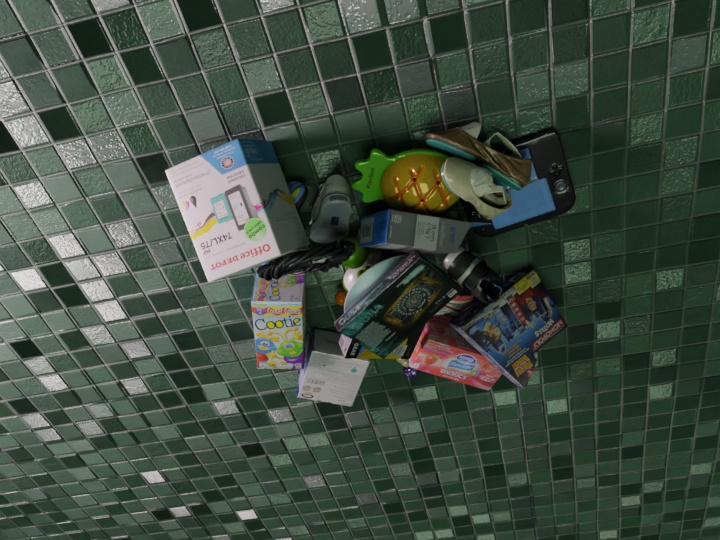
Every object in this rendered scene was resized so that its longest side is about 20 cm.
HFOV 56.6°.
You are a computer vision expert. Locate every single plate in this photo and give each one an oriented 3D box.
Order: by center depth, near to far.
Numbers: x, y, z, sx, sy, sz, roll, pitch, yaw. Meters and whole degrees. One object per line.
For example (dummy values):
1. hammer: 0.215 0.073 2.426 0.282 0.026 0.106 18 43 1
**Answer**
1. plate: 0.068 0.059 1.230 0.200 0.026 0.200 -12 131 -14

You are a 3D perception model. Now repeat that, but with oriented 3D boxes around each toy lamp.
1. toy lamp: 0.060 0.169 1.495 0.058 0.058 0.200 -34 125 26

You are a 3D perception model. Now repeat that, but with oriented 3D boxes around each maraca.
1. maraca: 0.085 -0.157 1.181 0.200 0.107 0.137 6 131 -5

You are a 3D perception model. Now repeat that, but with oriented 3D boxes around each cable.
1. cable: -0.108 -0.008 1.222 0.163 0.051 0.200 -18 -179 -33

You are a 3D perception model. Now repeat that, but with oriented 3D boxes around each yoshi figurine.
1. yoshi figurine: -0.015 0.001 1.321 0.112 0.112 0.200 11 125 2

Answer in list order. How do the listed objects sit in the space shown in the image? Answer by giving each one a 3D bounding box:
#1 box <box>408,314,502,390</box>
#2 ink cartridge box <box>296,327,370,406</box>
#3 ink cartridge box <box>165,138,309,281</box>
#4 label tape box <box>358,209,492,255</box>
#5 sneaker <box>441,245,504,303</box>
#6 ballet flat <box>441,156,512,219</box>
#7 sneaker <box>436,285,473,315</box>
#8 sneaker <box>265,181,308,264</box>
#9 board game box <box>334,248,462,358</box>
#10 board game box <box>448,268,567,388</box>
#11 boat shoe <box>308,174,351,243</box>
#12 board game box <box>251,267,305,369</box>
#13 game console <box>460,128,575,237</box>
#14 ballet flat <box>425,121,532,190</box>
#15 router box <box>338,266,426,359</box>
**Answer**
1. box: 0.212 0.173 1.469 0.200 0.103 0.095 19 127 -14
2. ink cartridge box: -0.067 0.235 1.538 0.136 0.076 0.200 12 128 -9
3. ink cartridge box: -0.205 -0.104 1.148 0.146 0.146 0.200 -20 94 16
4. label tape box: 0.115 -0.062 1.217 0.200 0.144 0.063 6 87 -19
5. sneaker: 0.226 0.021 1.273 0.073 0.112 0.200 -51 159 10
6. ballet flat: 0.209 -0.144 1.152 0.069 0.070 0.200 -29 151 23
7. sneaker: 0.135 0.060 1.387 0.200 0.078 0.082 6 132 -5
8. sneaker: -0.138 -0.088 1.277 0.083 0.071 0.200 2 132 -27
9. board game box: 0.068 0.064 1.198 0.200 0.028 0.135 -42 130 14
10. board game box: 0.319 0.131 1.389 0.200 0.062 0.200 -36 105 -9
11. boat shoe: -0.057 -0.120 1.239 0.074 0.086 0.202 1 160 -7
12. board game box: -0.167 0.103 1.407 0.103 0.105 0.200 1 131 -2
13. game console: 0.284 -0.155 1.234 0.200 0.031 0.177 -18 128 14
14. ballet flat: 0.212 -0.211 1.157 0.200 0.068 0.072 25 89 -6
15. router box: 0.057 0.086 1.303 0.149 0.051 0.200 3 128 -23
